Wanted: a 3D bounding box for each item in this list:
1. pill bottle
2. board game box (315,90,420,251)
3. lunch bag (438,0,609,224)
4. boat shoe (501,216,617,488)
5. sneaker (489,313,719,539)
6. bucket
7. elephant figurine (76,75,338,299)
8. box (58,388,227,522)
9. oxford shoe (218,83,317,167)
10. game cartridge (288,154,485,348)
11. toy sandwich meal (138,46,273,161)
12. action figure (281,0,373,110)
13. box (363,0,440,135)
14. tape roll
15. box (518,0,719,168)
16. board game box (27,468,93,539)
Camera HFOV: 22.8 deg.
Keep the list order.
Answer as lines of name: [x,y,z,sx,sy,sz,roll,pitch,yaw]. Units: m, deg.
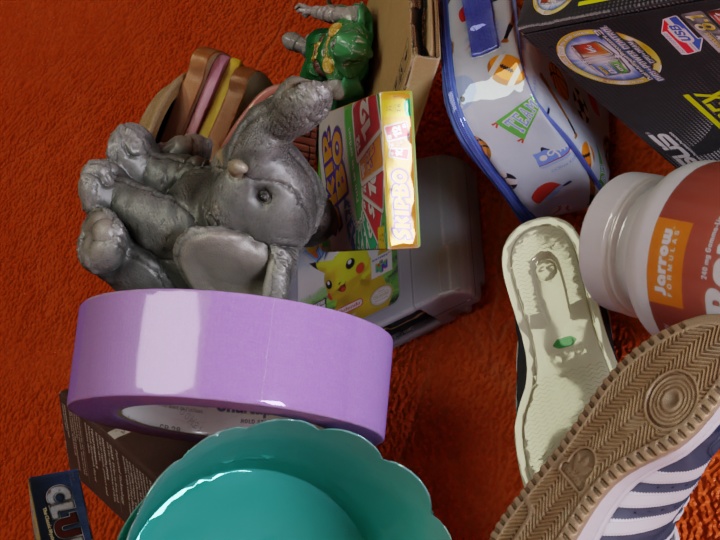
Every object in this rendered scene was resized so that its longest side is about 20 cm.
pill bottle: [0.222,-0.001,0.997,0.199,0.112,0.113,14,77,48]
board game box: [0.000,-0.061,1.172,0.200,0.030,0.096,-179,86,-79]
lunch bag: [0.101,-0.141,1.163,0.075,0.160,0.201,-21,51,22]
boat shoe: [0.130,0.071,1.092,0.071,0.068,0.202,-9,71,13]
sneaker: [0.166,0.117,0.981,0.200,0.108,0.070,-50,37,15]
bucket: [-0.055,0.194,1.074,0.135,0.206,0.209,135,152,-70]
elephant figurine: [-0.077,-0.032,1.149,0.199,0.155,0.143,-1,75,33]
box: [-0.125,0.136,1.259,0.200,0.100,0.076,31,132,48]
oxford shoe: [-0.082,-0.054,1.284,0.074,0.070,0.201,-90,22,-60]
game cartridge: [0.000,0.000,1.280,0.199,0.040,0.134,-27,46,31]
toy sandwich meal: [-0.118,-0.063,1.356,0.070,0.205,0.207,9,70,14]
action figure: [-0.024,-0.152,1.273,0.200,0.054,0.119,-179,97,-77]
box: [0.021,-0.142,1.210,0.201,0.021,0.165,107,165,-55]
tape roll: [-0.080,0.066,1.113,0.199,0.199,0.066,-6,72,43]
box: [0.211,-0.115,0.999,0.159,0.200,0.045,-4,62,43]
board game box: [-0.176,0.248,1.133,0.136,0.034,0.201,99,158,-50]
